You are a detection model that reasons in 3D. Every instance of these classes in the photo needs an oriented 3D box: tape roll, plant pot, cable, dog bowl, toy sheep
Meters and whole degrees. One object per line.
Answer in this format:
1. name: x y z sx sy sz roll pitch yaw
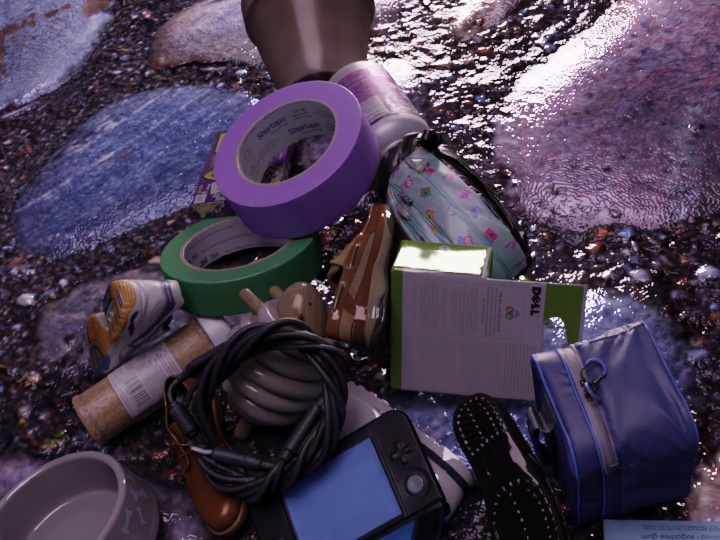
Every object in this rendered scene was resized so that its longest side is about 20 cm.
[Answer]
1. tape roll: -0.079 -0.138 1.176 0.198 0.066 0.202 -15 49 17
2. plant pot: -0.067 -0.323 1.379 0.197 0.200 0.176 -12 66 6
3. cable: -0.096 0.140 0.963 0.198 0.051 0.165 -27 79 14
4. dog bowl: -0.311 0.275 1.002 0.198 0.059 0.201 -16 36 12
5. tape roll: -0.145 -0.016 1.182 0.198 0.049 0.201 -9 27 5
6. toy sheep: -0.095 0.102 1.059 0.136 0.202 0.138 21 23 -9

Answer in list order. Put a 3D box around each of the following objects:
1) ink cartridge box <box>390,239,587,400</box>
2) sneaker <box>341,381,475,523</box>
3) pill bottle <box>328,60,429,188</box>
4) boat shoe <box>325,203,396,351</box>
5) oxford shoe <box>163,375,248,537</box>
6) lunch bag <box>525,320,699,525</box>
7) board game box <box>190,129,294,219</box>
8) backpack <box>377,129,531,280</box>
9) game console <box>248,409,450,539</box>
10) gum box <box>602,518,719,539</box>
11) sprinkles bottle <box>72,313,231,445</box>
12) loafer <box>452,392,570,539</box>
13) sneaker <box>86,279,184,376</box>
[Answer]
1. ink cartridge box: 0.134 0.056 1.019 0.197 0.150 0.076 5 27 10
2. sneaker: 0.024 0.190 1.003 0.199 0.077 0.081 32 76 36
3. pill bottle: 0.030 -0.180 1.268 0.111 0.113 0.201 -25 50 -5
4. boat shoe: 0.000 0.000 1.040 0.073 0.076 0.201 2 42 6
5. oxford shoe: -0.178 0.198 1.041 0.071 0.071 0.201 -37 50 9
6. lunch bag: 0.224 0.147 0.893 0.131 0.201 0.137 -19 54 3
7. board game box: -0.155 -0.141 1.313 0.118 0.033 0.201 -10 35 12
8. backpack: 0.110 -0.051 1.129 0.126 0.167 0.200 -42 54 5
9. game console: -0.026 0.240 0.906 0.199 0.118 0.172 -31 61 11
10. gum box: 0.301 0.320 0.833 0.168 0.045 0.202 -3 51 13
11. sprinkles bottle: -0.238 0.122 1.130 0.199 0.069 0.068 -34 51 -12
12. loafer: 0.160 0.214 0.941 0.073 0.071 0.202 -32 62 26
13. sneaker: -0.268 0.071 1.137 0.087 0.200 0.076 -7 71 -33
